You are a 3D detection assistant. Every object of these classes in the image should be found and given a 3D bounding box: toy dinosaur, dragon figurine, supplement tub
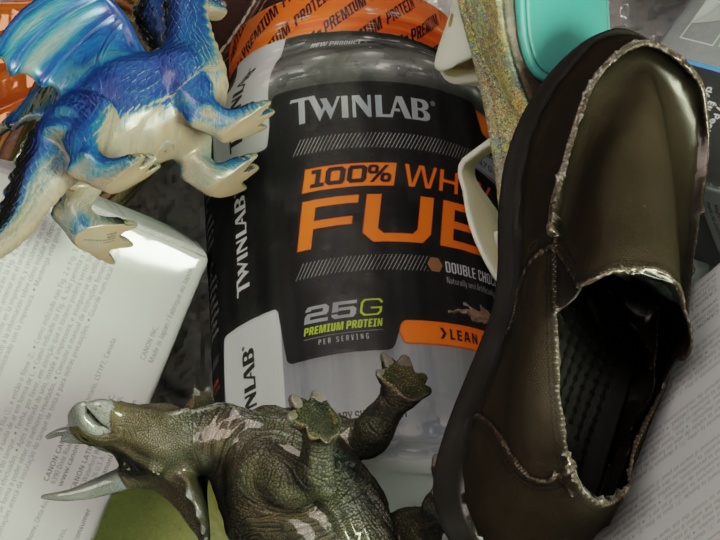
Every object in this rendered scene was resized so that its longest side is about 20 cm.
[{"bbox_3d":[-0.006,0.095,0.779,0.200,0.102,0.077,46,41,2],"label":"toy dinosaur"},{"bbox_3d":[-0.100,-0.062,0.830,0.199,0.059,0.099,-30,65,-30],"label":"dragon figurine"},{"bbox_3d":[0.000,0.000,0.893,0.121,0.123,0.202,-10,66,12],"label":"supplement tub"}]

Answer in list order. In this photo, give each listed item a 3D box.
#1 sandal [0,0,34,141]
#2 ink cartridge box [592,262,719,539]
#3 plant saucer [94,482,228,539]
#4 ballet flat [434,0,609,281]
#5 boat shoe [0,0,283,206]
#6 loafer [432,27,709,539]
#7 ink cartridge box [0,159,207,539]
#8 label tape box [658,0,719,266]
[{"bbox_3d":[-0.135,-0.048,0.986,0.078,0.059,0.209,6,77,-6],"label":"sandal"},{"bbox_3d":[0.117,0.082,0.723,0.162,0.050,0.201,-43,26,31],"label":"ink cartridge box"},{"bbox_3d":[-0.122,0.149,0.919,0.198,0.031,0.202,-6,67,14],"label":"plant saucer"},{"bbox_3d":[0.061,-0.060,0.839,0.070,0.071,0.202,-12,89,11],"label":"ballet flat"},{"bbox_3d":[-0.093,-0.079,0.929,0.072,0.072,0.200,40,76,3],"label":"boat shoe"},{"bbox_3d":[0.086,0.007,0.755,0.071,0.073,0.201,-19,49,53],"label":"loafer"},{"bbox_3d":[-0.176,0.028,0.857,0.199,0.050,0.162,23,92,-19],"label":"ink cartridge box"},{"bbox_3d":[0.207,-0.055,0.852,0.199,0.063,0.145,21,64,36],"label":"label tape box"}]
